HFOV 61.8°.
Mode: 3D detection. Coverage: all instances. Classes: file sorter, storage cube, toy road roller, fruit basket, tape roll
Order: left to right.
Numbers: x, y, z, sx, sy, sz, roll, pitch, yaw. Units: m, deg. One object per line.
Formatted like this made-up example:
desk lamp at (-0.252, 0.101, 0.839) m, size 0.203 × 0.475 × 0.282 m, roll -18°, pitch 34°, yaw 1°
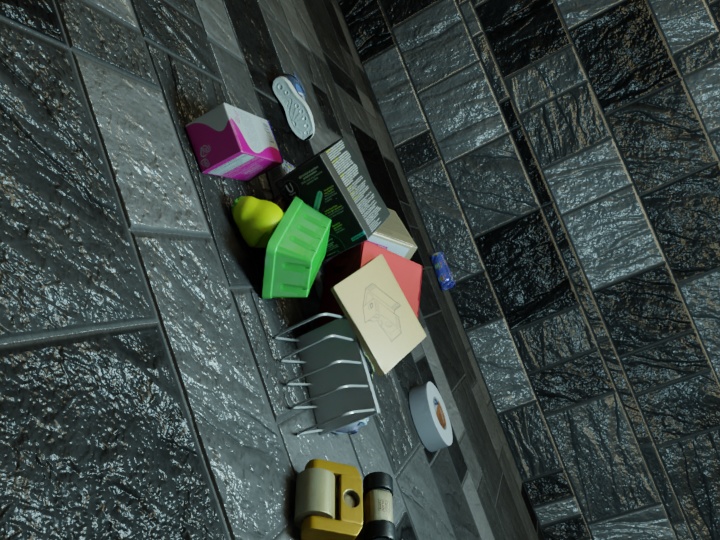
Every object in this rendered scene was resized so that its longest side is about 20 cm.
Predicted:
fruit basket at (-0.173, -0.061, 1.220) m, size 0.218 × 0.209 × 0.159 m, roll -90°, pitch -170°, yaw -53°
file sorter at (-0.071, 0.198, 1.161) m, size 0.124 × 0.136 × 0.205 m, roll 22°, pitch 47°, yaw -62°
toy road roller at (-0.034, 0.435, 1.053) m, size 0.195 × 0.148 × 0.125 m, roll 19°, pitch 37°, yaw -16°
storage cube at (0.018, 0.067, 1.358) m, size 0.196 × 0.170 × 0.185 m, roll 21°, pitch 63°, yaw -27°
tape roll at (0.220, 0.455, 1.876) m, size 0.202 × 0.065 × 0.203 m, roll 56°, pitch 20°, yaw -33°

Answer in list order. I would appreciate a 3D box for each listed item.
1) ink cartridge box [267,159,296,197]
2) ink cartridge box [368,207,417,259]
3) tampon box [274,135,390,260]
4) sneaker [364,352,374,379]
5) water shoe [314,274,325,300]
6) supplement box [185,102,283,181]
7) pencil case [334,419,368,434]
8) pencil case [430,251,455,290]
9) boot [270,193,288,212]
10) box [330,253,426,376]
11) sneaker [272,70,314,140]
ink cartridge box at (-0.163, -0.201, 1.530) m, size 0.199 × 0.049 × 0.112 m, roll 23°, pitch 48°, yaw -66°
ink cartridge box at (0.027, -0.105, 1.530) m, size 0.196 × 0.076 × 0.166 m, roll 17°, pitch 32°, yaw -34°
tampon box at (-0.059, -0.156, 1.312) m, size 0.203 × 0.148 × 0.126 m, roll 59°, pitch 38°, yaw -13°
sneaker at (-0.032, 0.180, 1.453) m, size 0.081 × 0.072 × 0.204 m, roll 123°, pitch -57°, yaw -85°
water shoe at (-0.048, 0.051, 1.519) m, size 0.200 × 0.077 × 0.073 m, roll 40°, pitch 31°, yaw -58°
supplement box at (-0.252, -0.257, 1.232) m, size 0.104 × 0.101 × 0.200 m, roll 68°, pitch 15°, yaw 3°
pencil case at (-0.043, 0.239, 1.274) m, size 0.083 × 0.089 × 0.204 m, roll 40°, pitch 31°, yaw -56°
pencil case at (0.422, 0.001, 3.075) m, size 0.076 × 0.087 × 0.205 m, roll -3°, pitch 66°, yaw -37°
boot at (-0.131, -0.118, 1.379) m, size 0.156 × 0.073 × 0.201 m, roll 55°, pitch 44°, yaw -15°
box at (0.041, 0.089, 1.237) m, size 0.162 × 0.021 × 0.203 m, roll -33°, pitch 95°, yaw -44°
sneaker at (-0.180, -0.495, 1.802) m, size 0.203 × 0.079 × 0.147 m, roll 59°, pitch 22°, yaw -9°
